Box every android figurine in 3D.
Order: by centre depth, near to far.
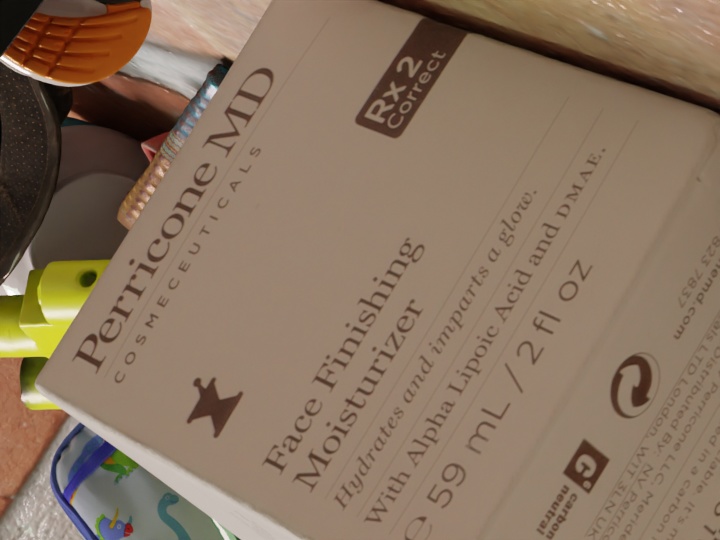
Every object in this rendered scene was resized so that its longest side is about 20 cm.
[{"bbox_3d":[-0.083,0.041,1.348,0.199,0.041,0.182,1,153,19],"label":"android figurine"}]

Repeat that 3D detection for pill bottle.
[{"bbox_3d":[-0.151,-0.023,1.458,0.110,0.111,0.200,35,176,-15],"label":"pill bottle"}]

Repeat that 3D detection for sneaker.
[{"bbox_3d":[-0.174,-0.134,1.057,0.199,0.076,0.092,36,176,-12],"label":"sneaker"}]

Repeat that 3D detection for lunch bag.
[{"bbox_3d":[-0.059,0.096,1.490,0.161,0.200,0.082,48,-178,34],"label":"lunch bag"}]

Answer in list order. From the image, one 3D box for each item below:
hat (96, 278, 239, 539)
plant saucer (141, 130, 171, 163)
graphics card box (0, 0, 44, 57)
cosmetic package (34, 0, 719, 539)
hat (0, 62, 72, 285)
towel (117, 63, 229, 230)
[{"bbox_3d":[0.002,0.040,1.205,0.166,0.175,0.200,59,178,-39],"label":"hat"},{"bbox_3d":[0.000,0.000,1.316,0.199,0.037,0.200,32,171,9],"label":"plant saucer"},{"bbox_3d":[-0.198,-0.085,0.979,0.125,0.200,0.051,35,-174,-24],"label":"graphics card box"},{"bbox_3d":[0.041,0.034,0.880,0.199,0.165,0.165,23,168,45],"label":"cosmetic package"},{"bbox_3d":[-0.196,-0.081,1.360,0.200,0.202,0.081,28,-150,33],"label":"hat"},{"bbox_3d":[-0.006,0.006,1.204,0.200,0.022,0.147,40,147,-2],"label":"towel"}]
